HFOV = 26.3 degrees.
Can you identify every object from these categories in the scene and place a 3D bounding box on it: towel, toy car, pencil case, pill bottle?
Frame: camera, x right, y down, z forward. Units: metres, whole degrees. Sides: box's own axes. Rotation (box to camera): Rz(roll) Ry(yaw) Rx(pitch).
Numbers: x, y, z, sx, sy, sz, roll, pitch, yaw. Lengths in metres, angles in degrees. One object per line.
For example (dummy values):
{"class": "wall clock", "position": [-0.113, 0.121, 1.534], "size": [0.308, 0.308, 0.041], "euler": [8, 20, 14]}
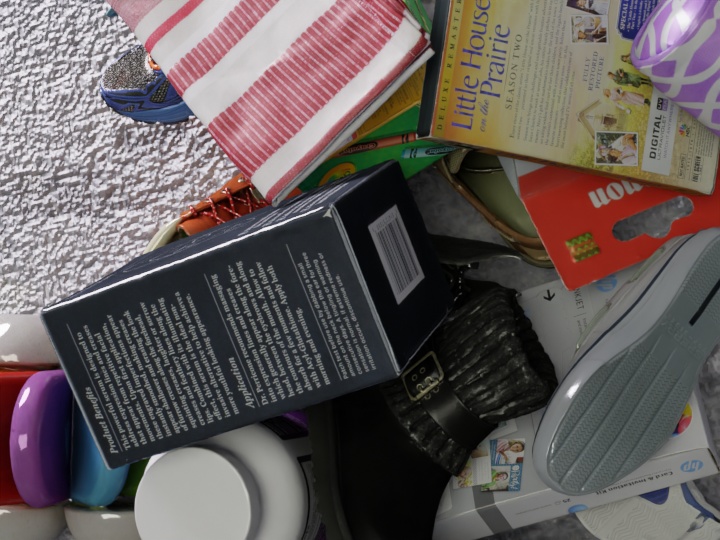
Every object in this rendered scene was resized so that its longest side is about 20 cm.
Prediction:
{"class": "towel", "position": [-0.061, -0.157, 0.955], "size": [0.144, 0.023, 0.200], "euler": [-44, 64, 11]}
{"class": "toy car", "position": [-0.222, 0.117, 1.097], "size": [0.199, 0.150, 0.176], "euler": [0, 86, 18]}
{"class": "pencil case", "position": [0.259, -0.110, 0.954], "size": [0.200, 0.086, 0.084], "euler": [36, 139, -17]}
{"class": "pill bottle", "position": [-0.074, 0.149, 1.021], "size": [0.112, 0.200, 0.113], "euler": [-1, 87, 17]}

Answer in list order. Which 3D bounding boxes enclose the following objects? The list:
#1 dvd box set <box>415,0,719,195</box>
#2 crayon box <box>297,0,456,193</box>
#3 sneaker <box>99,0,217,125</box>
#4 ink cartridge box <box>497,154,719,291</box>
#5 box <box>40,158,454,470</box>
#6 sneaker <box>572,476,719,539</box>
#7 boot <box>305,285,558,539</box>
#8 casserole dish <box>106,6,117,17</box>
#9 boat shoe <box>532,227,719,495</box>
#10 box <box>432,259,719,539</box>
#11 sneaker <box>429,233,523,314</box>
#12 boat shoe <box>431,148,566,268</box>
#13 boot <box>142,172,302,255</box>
{"class": "dvd box set", "position": [0.140, -0.135, 0.968], "size": [0.199, 0.029, 0.147], "euler": [9, 86, -18]}
{"class": "crayon box", "position": [-0.008, -0.144, 1.051], "size": [0.119, 0.058, 0.200], "euler": [-31, 50, 14]}
{"class": "sneaker", "position": [-0.098, -0.168, 1.033], "size": [0.200, 0.078, 0.075], "euler": [-27, 49, 19]}
{"class": "ink cartridge box", "position": [0.162, -0.108, 1.006], "size": [0.162, 0.050, 0.200], "euler": [-22, 76, -16]}
{"class": "box", "position": [-0.064, 0.024, 0.939], "size": [0.200, 0.148, 0.107], "euler": [-19, 98, 20]}
{"class": "sneaker", "position": [0.215, 0.191, 0.988], "size": [0.081, 0.115, 0.199], "euler": [-39, 45, -7]}
{"class": "boot", "position": [0.053, 0.113, 0.947], "size": [0.157, 0.079, 0.211], "euler": [-23, 48, 12]}
{"class": "casserole dish", "position": [-0.091, -0.223, 1.100], "size": [0.200, 0.121, 0.039], "euler": [-31, 97, 13]}
{"class": "boat shoe", "position": [0.168, 0.056, 0.947], "size": [0.200, 0.067, 0.074], "euler": [-45, 108, -17]}
{"class": "box", "position": [0.120, 0.085, 1.014], "size": [0.200, 0.041, 0.156], "euler": [-19, 51, 16]}
{"class": "sneaker", "position": [0.000, 0.003, 1.032], "size": [0.199, 0.104, 0.060], "euler": [-8, 111, -20]}
{"class": "boat shoe", "position": [0.081, -0.088, 1.052], "size": [0.076, 0.074, 0.200], "euler": [-46, 72, 10]}
{"class": "boot", "position": [-0.078, -0.035, 1.085], "size": [0.075, 0.107, 0.200], "euler": [43, 96, 21]}
